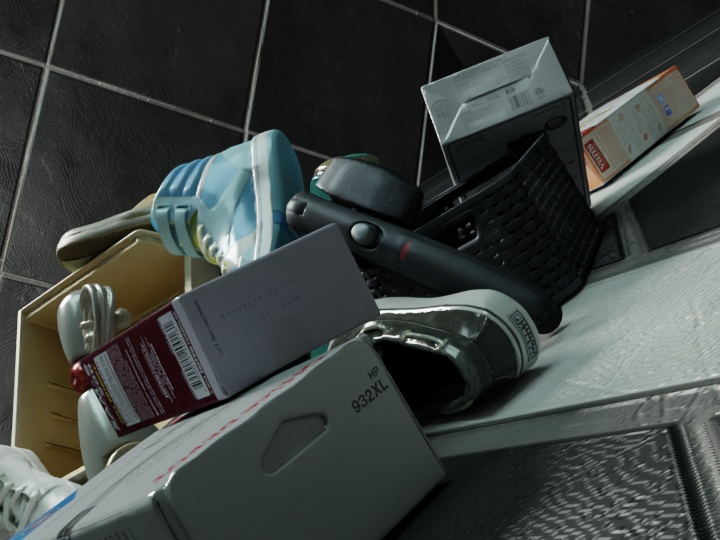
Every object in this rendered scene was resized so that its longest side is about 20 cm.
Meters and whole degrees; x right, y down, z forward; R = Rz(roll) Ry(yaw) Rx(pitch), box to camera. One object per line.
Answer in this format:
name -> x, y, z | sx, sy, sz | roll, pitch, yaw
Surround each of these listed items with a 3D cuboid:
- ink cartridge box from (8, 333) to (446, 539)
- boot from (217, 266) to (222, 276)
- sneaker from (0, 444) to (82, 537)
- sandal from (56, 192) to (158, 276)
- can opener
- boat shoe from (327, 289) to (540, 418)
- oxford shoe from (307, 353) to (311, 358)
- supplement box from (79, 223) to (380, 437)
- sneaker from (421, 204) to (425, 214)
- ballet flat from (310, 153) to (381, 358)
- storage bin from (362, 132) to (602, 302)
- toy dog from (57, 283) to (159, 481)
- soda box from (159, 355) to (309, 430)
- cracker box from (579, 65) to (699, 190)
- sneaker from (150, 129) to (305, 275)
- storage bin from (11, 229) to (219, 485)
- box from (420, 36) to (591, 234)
ink cartridge box -> -0.078, 0.124, 0.569 | 0.200, 0.084, 0.145 | -29, 4, 46
boot -> -0.074, 0.068, 1.112 | 0.150, 0.201, 0.073 | -3, 33, -23
sneaker -> -0.288, 0.180, 0.905 | 0.200, 0.115, 0.074 | 15, 82, 50
sandal -> -0.180, -0.040, 1.062 | 0.199, 0.081, 0.054 | -9, 49, 3
can opener -> 0.036, -0.010, 0.729 | 0.063, 0.200, 0.079 | 11, -74, -56
boat shoe -> 0.023, 0.056, 0.700 | 0.064, 0.071, 0.200 | -34, 6, -30
oxford shoe -> -0.056, 0.034, 1.024 | 0.073, 0.071, 0.201 | -6, -54, -55
supplement box -> -0.085, 0.041, 0.692 | 0.109, 0.061, 0.200 | -27, 1, -30
sneaker -> 0.022, -0.038, 1.019 | 0.074, 0.081, 0.200 | -48, -38, -3
ballet flat -> 0.000, 0.000, 0.931 | 0.075, 0.201, 0.068 | -24, 35, -39
storage bin -> 0.093, -0.018, 0.863 | 0.135, 0.094, 0.200 | -30, 6, 22
toy dog -> -0.160, 0.106, 0.848 | 0.096, 0.201, 0.132 | -2, -10, -30
soda box -> -0.088, 0.116, 0.798 | 0.063, 0.071, 0.200 | -26, 7, 25
cracker box -> 0.254, -0.135, 1.237 | 0.200, 0.058, 0.134 | -37, 5, -36
sneaker -> -0.113, -0.016, 0.951 | 0.130, 0.080, 0.201 | -13, 52, 15
storage bin -> -0.214, 0.098, 1.028 | 0.198, 0.201, 0.094 | -30, -38, 33
box -> 0.130, -0.103, 1.000 | 0.116, 0.060, 0.200 | -22, -28, 6
